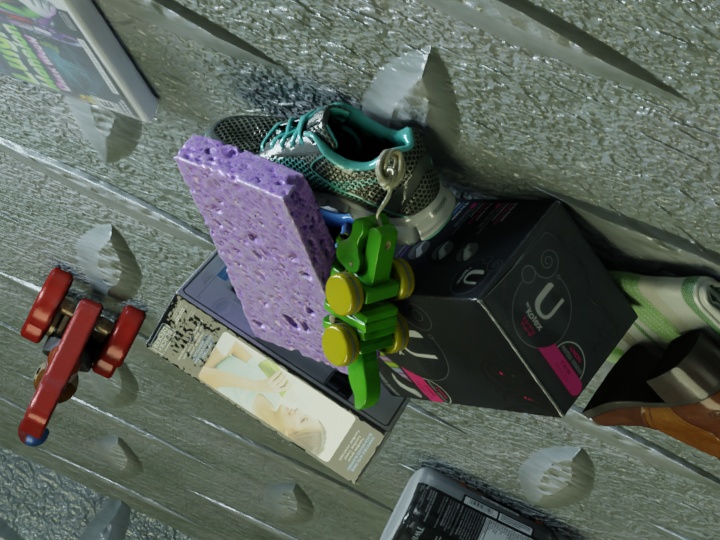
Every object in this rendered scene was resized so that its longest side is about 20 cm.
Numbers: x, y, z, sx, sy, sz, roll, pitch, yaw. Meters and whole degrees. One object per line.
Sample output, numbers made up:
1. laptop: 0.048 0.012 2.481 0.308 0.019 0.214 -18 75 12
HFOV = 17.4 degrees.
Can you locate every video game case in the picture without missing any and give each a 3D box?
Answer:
1. video game case: -0.262 -0.189 1.781 0.182 0.023 0.200 20 163 22

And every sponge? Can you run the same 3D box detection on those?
1. sponge: -0.059 -0.009 1.715 0.111 0.030 0.200 22 149 36

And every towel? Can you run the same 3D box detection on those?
1. towel: 0.219 0.035 1.750 0.200 0.031 0.149 10 155 49

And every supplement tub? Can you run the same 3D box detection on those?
1. supplement tub: 0.127 0.305 2.539 0.200 0.123 0.123 27 164 -2

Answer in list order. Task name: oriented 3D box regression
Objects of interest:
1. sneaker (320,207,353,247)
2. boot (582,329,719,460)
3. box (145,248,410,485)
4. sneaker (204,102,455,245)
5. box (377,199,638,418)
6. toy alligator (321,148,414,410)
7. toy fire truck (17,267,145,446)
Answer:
1. sneaker: 0.009 0.006 1.887 0.200 0.074 0.082 23 161 7
2. boot: 0.276 0.135 1.754 0.200 0.069 0.188 42 149 -9
3. box: -0.056 0.071 1.867 0.200 0.060 0.117 34 -152 3
4. sneaker: -0.026 -0.089 1.683 0.200 0.078 0.091 15 144 25
5. box: 0.082 0.024 1.729 0.200 0.106 0.122 2 136 53
6. toy alligator: 0.000 0.000 1.653 0.059 0.200 0.054 -15 -150 -38
7. toy fire truck: -0.318 0.102 2.501 0.112 0.168 0.200 28 164 -6
